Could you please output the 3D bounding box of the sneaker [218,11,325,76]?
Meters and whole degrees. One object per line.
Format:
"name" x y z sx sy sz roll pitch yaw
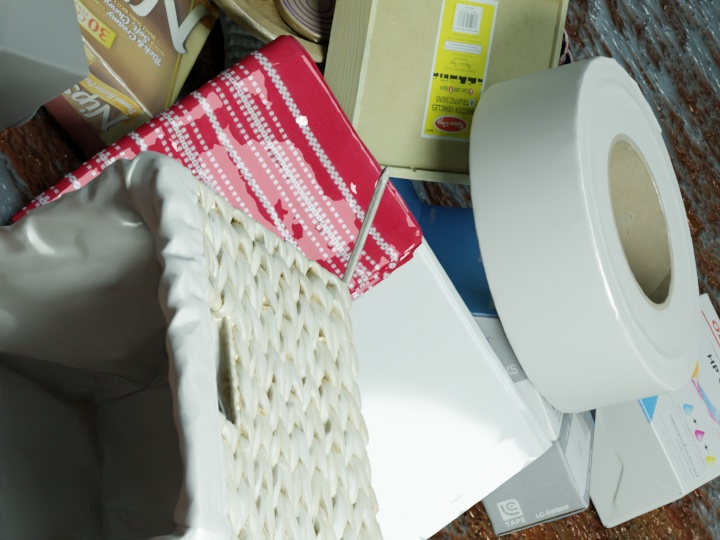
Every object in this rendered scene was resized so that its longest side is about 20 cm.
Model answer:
"sneaker" -0.032 -0.136 1.756 0.104 0.075 0.201 15 51 -45

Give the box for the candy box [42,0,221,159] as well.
"candy box" -0.138 -0.163 1.639 0.116 0.055 0.200 48 33 -20

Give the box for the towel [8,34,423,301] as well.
"towel" -0.073 -0.020 1.564 0.200 0.022 0.145 -36 98 -26

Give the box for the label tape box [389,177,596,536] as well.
"label tape box" 0.078 0.033 1.741 0.144 0.063 0.201 -76 146 -63

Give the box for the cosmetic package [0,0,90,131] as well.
"cosmetic package" -0.238 -0.127 1.417 0.199 0.106 0.091 14 55 -54

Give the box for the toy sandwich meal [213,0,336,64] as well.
"toy sandwich meal" -0.038 -0.212 1.682 0.204 0.070 0.206 27 45 -30

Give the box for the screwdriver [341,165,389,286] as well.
"screwdriver" -0.022 0.034 1.566 0.029 0.201 0.028 18 17 10

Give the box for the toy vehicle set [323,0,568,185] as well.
"toy vehicle set" 0.050 -0.115 1.722 0.199 0.026 0.125 4 98 -53

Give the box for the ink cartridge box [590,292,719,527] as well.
"ink cartridge box" 0.206 0.087 1.951 0.200 0.068 0.116 -19 83 -59

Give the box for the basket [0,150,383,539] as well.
"basket" -0.108 0.086 1.359 0.160 0.199 0.199 27 46 -47

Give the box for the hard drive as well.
"hard drive" 0.002 0.052 1.633 0.201 0.132 0.026 58 -13 -11

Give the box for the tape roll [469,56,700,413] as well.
"tape roll" 0.134 -0.021 1.713 0.202 0.070 0.204 46 36 -50

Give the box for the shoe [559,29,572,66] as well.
"shoe" 0.105 -0.146 1.953 0.072 0.091 0.200 54 32 -14
